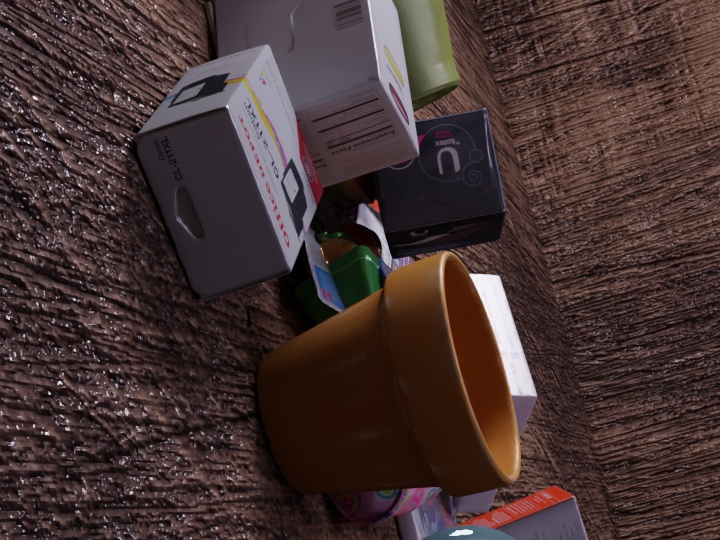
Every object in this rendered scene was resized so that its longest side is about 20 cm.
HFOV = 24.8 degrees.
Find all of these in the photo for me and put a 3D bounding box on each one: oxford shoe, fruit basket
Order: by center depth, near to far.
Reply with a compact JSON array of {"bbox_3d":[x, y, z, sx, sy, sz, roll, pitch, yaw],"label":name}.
[{"bbox_3d":[0.000,0.000,1.612,0.185,0.093,0.201,43,26,-41],"label":"fruit basket"},{"bbox_3d":[-0.024,-0.095,1.682,0.200,0.073,0.071,47,34,-82],"label":"oxford shoe"}]

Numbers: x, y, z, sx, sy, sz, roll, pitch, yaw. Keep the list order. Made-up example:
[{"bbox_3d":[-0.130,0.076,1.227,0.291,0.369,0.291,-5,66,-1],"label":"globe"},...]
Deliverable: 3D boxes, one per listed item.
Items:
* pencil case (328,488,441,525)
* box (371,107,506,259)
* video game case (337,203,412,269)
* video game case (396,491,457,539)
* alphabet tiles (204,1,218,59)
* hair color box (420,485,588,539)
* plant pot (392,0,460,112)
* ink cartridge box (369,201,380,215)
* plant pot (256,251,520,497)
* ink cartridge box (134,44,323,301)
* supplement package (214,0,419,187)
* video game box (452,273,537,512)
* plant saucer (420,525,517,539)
[{"bbox_3d":[0.028,0.191,1.552,0.200,0.087,0.088,15,59,-76],"label":"pencil case"},{"bbox_3d":[0.076,-0.083,1.636,0.200,0.121,0.107,66,13,-83],"label":"box"},{"bbox_3d":[0.027,0.024,1.818,0.182,0.036,0.200,57,18,-25],"label":"video game case"},{"bbox_3d":[0.061,0.219,1.793,0.200,0.023,0.183,31,44,-72],"label":"video game case"},{"bbox_3d":[-0.100,-0.145,1.605,0.167,0.008,0.201,33,43,-71],"label":"alphabet tiles"},{"bbox_3d":[0.117,0.287,1.534,0.061,0.199,0.102,-168,-120,-76],"label":"hair color box"},{"bbox_3d":[0.010,-0.254,1.713,0.194,0.199,0.200,65,13,1],"label":"plant pot"},{"bbox_3d":[0.003,-0.140,1.831,0.200,0.050,0.109,41,31,-37],"label":"ink cartridge box"},{"bbox_3d":[0.019,0.106,1.392,0.200,0.182,0.201,-17,90,-76],"label":"plant pot"},{"bbox_3d":[-0.102,-0.084,1.348,0.200,0.082,0.147,-75,147,-67],"label":"ink cartridge box"},{"bbox_3d":[-0.043,-0.189,1.537,0.111,0.155,0.201,58,19,-50],"label":"supplement package"},{"bbox_3d":[0.131,0.137,1.827,0.183,0.046,0.201,-100,-161,-44],"label":"video game box"},{"bbox_3d":[0.099,0.330,1.466,0.027,0.199,0.201,-2,-72,66],"label":"plant saucer"}]
